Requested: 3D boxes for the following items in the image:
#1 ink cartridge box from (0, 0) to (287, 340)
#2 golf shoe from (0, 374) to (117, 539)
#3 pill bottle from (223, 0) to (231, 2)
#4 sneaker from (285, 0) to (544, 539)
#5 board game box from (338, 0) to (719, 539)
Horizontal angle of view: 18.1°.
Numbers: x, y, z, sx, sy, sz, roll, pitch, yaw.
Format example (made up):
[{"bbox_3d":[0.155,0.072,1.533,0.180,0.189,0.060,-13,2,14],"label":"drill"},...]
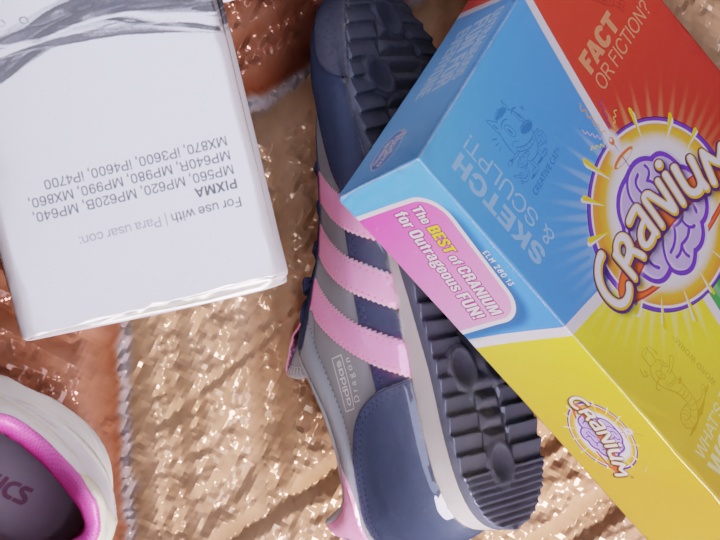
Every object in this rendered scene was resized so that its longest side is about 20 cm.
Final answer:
[{"bbox_3d":[-0.091,-0.088,0.706,0.083,0.144,0.201,-15,98,-8],"label":"ink cartridge box"},{"bbox_3d":[-0.166,0.047,0.722,0.199,0.091,0.076,20,89,-17],"label":"golf shoe"},{"bbox_3d":[-0.023,-0.198,0.741,0.113,0.113,0.201,-16,99,-16],"label":"pill bottle"},{"bbox_3d":[0.000,0.000,0.787,0.070,0.082,0.201,7,67,-51],"label":"sneaker"},{"bbox_3d":[0.098,-0.007,0.789,0.200,0.040,0.153,47,47,-17],"label":"board game box"}]
